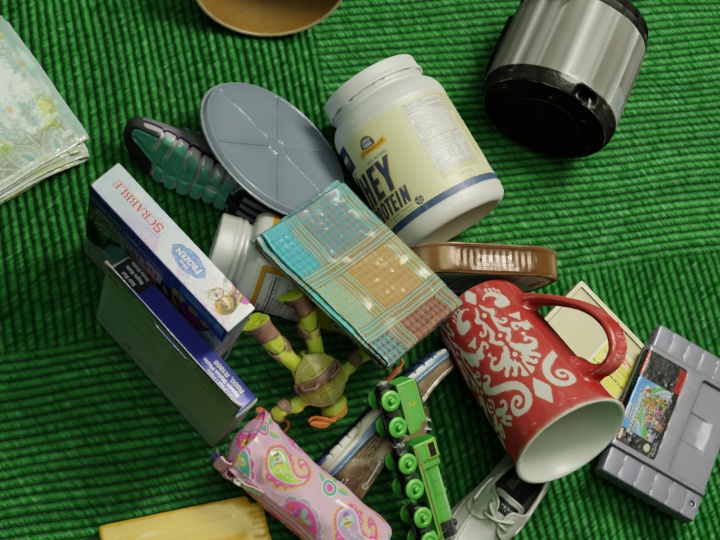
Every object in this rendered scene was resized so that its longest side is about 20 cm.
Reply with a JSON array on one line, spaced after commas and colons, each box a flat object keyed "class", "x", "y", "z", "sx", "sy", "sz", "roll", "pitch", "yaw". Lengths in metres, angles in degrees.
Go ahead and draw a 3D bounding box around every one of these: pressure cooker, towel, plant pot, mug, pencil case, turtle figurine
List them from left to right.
[{"class": "towel", "x": -0.421, "y": -0.170, "z": 1.355, "sx": 0.171, "sy": 0.048, "sz": 0.200, "roll": -33, "pitch": 82, "yaw": -23}, {"class": "plant pot", "x": -0.113, "y": -0.421, "z": 1.465, "sx": 0.186, "sy": 0.187, "sz": 0.201, "roll": 3, "pitch": 58, "yaw": -14}, {"class": "pencil case", "x": -0.061, "y": 0.240, "z": 1.276, "sx": 0.200, "sy": 0.087, "sz": 0.087, "roll": 43, "pitch": 66, "yaw": -8}, {"class": "turtle figurine", "x": -0.061, "y": 0.110, "z": 1.299, "sx": 0.200, "sy": 0.064, "sz": 0.162, "roll": -31, "pitch": 111, "yaw": -1}, {"class": "towel", "x": 0.000, "y": 0.000, "z": 1.296, "sx": 0.200, "sy": 0.022, "sz": 0.147, "roll": 44, "pitch": 50, "yaw": 11}, {"class": "mug", "x": 0.197, "y": 0.104, "z": 1.341, "sx": 0.177, "sy": 0.133, "sz": 0.200, "roll": -35, "pitch": 52, "yaw": 1}, {"class": "pressure cooker", "x": 0.259, "y": -0.260, "z": 1.496, "sx": 0.178, "sy": 0.176, "sz": 0.200, "roll": 28, "pitch": 70, "yaw": -8}]

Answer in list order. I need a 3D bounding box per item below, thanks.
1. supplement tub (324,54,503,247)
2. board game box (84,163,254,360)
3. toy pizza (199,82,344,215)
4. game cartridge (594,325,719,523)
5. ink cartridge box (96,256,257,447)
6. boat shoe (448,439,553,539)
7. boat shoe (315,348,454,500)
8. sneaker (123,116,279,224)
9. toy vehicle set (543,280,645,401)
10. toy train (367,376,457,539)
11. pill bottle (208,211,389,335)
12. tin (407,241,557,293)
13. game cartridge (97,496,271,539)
[{"class": "supplement tub", "x": 0.059, "y": -0.134, "z": 1.416, "sx": 0.145, "sy": 0.145, "sz": 0.200, "roll": -27, "pitch": 80, "yaw": -21}, {"class": "board game box", "x": -0.206, "y": 0.008, "z": 1.268, "sx": 0.041, "sy": 0.200, "sz": 0.200, "roll": -42, "pitch": 85, "yaw": -23}, {"class": "toy pizza", "x": -0.103, "y": -0.132, "z": 1.387, "sx": 0.200, "sy": 0.032, "sz": 0.201, "roll": 30, "pitch": 36, "yaw": -25}, {"class": "game cartridge", "x": 0.363, "y": 0.176, "z": 1.421, "sx": 0.129, "sy": 0.038, "sz": 0.200, "roll": 31, "pitch": 67, "yaw": -7}, {"class": "ink cartridge box", "x": -0.190, "y": 0.081, "z": 1.247, "sx": 0.041, "sy": 0.200, "sz": 0.200, "roll": -41, "pitch": 86, "yaw": -23}, {"class": "boat shoe", "x": 0.151, "y": 0.261, "z": 1.346, "sx": 0.074, "sy": 0.065, "sz": 0.200, "roll": 37, "pitch": 66, "yaw": 0}, {"class": "boat shoe", "x": 0.040, "y": 0.172, "z": 1.352, "sx": 0.200, "sy": 0.072, "sz": 0.072, "roll": -44, "pitch": 91, "yaw": -13}, {"class": "sneaker", "x": -0.175, "y": -0.128, "z": 1.405, "sx": 0.200, "sy": 0.074, "sz": 0.088, "roll": 32, "pitch": 48, "yaw": -9}, {"class": "toy vehicle set", "x": 0.291, "y": 0.126, "z": 1.451, "sx": 0.124, "sy": 0.027, "sz": 0.200, "roll": -41, "pitch": 85, "yaw": -23}, {"class": "toy train", "x": 0.059, "y": 0.208, "z": 1.301, "sx": 0.056, "sy": 0.042, "sz": 0.201, "roll": -20, "pitch": 99, "yaw": -27}, {"class": "pill bottle", "x": -0.069, "y": 0.001, "z": 1.355, "sx": 0.199, "sy": 0.109, "sz": 0.110, "roll": 17, "pitch": 68, "yaw": -9}, {"class": "tin", "x": 0.133, "y": -0.001, "z": 1.405, "sx": 0.199, "sy": 0.112, "sz": 0.042, "roll": 2, "pitch": 80, "yaw": -19}, {"class": "game cartridge", "x": -0.167, "y": 0.345, "z": 1.253, "sx": 0.176, "sy": 0.032, "sz": 0.201, "roll": -9, "pitch": 75, "yaw": -18}]
